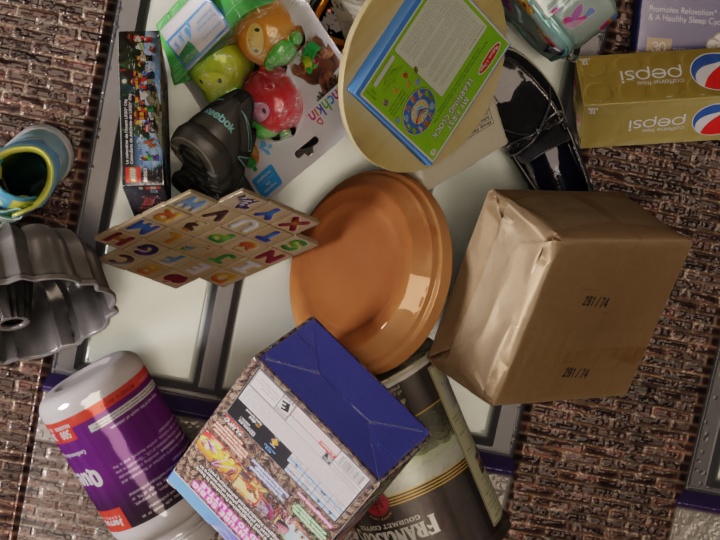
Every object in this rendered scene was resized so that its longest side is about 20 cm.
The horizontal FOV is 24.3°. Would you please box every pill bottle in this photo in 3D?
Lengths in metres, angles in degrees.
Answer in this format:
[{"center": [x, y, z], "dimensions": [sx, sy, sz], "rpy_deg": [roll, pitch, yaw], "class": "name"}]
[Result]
[{"center": [-0.221, 0.186, 1.636], "dimensions": [0.112, 0.112, 0.200], "rpy_deg": [-29, 99, 1], "class": "pill bottle"}]

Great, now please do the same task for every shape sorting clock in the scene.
[{"center": [0.056, -0.185, 1.501], "dimensions": [0.199, 0.039, 0.201], "rpy_deg": [-17, 118, -35], "class": "shape sorting clock"}]

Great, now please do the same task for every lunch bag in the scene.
[{"center": [0.152, -0.284, 1.570], "dimensions": [0.077, 0.160, 0.200], "rpy_deg": [-39, 94, -2], "class": "lunch bag"}]

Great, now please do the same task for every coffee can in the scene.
[{"center": [0.043, 0.186, 1.639], "dimensions": [0.146, 0.146, 0.201], "rpy_deg": [-23, 99, 0], "class": "coffee can"}]

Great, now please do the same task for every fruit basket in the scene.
[{"center": [-0.098, -0.184, 1.558], "dimensions": [0.185, 0.094, 0.200], "rpy_deg": [-36, 80, 42], "class": "fruit basket"}]

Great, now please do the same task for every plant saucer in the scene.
[{"center": [0.000, 0.000, 1.591], "dimensions": [0.037, 0.200, 0.201], "rpy_deg": [15, 100, -45], "class": "plant saucer"}]

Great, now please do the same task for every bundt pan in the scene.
[{"center": [-0.333, 0.018, 1.573], "dimensions": [0.201, 0.202, 0.076], "rpy_deg": [-14, 68, -2], "class": "bundt pan"}]

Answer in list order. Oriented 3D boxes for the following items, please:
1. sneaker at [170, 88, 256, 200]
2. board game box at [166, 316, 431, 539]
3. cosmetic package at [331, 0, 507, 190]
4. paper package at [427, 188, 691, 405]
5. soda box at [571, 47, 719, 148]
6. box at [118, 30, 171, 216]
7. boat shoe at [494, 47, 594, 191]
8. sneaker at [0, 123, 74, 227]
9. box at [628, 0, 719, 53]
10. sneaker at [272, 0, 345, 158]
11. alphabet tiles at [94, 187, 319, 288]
[{"center": [-0.126, -0.102, 1.548], "dimensions": [0.075, 0.200, 0.079], "rpy_deg": [36, 74, 4], "class": "sneaker"}, {"center": [-0.059, 0.174, 1.545], "dimensions": [0.159, 0.097, 0.200], "rpy_deg": [45, 129, 9], "class": "board game box"}, {"center": [0.056, -0.189, 1.576], "dimensions": [0.105, 0.071, 0.201], "rpy_deg": [-30, 121, -18], "class": "cosmetic package"}, {"center": [0.187, 0.025, 1.580], "dimensions": [0.199, 0.103, 0.191], "rpy_deg": [-2, 121, -42], "class": "paper package"}, {"center": [0.308, -0.169, 1.625], "dimensions": [0.199, 0.068, 0.064], "rpy_deg": [-4, 143, 1], "class": "soda box"}, {"center": [-0.196, -0.128, 1.530], "dimensions": [0.038, 0.200, 0.137], "rpy_deg": [-1, 83, -4], "class": "box"}, {"center": [0.175, -0.131, 1.642], "dimensions": [0.074, 0.062, 0.201], "rpy_deg": [-27, 99, 2], "class": "boat shoe"}, {"center": [-0.359, -0.057, 1.579], "dimensions": [0.080, 0.131, 0.200], "rpy_deg": [43, 95, -10], "class": "sneaker"}, {"center": [0.333, -0.300, 1.643], "dimensions": [0.121, 0.032, 0.201], "rpy_deg": [3, 98, -5], "class": "box"}, {"center": [-0.039, -0.202, 1.608], "dimensions": [0.078, 0.077, 0.201], "rpy_deg": [17, 99, -8], "class": "sneaker"}, {"center": [-0.144, -0.028, 1.575], "dimensions": [0.166, 0.200, 0.006], "rpy_deg": [22, 56, -44], "class": "alphabet tiles"}]
